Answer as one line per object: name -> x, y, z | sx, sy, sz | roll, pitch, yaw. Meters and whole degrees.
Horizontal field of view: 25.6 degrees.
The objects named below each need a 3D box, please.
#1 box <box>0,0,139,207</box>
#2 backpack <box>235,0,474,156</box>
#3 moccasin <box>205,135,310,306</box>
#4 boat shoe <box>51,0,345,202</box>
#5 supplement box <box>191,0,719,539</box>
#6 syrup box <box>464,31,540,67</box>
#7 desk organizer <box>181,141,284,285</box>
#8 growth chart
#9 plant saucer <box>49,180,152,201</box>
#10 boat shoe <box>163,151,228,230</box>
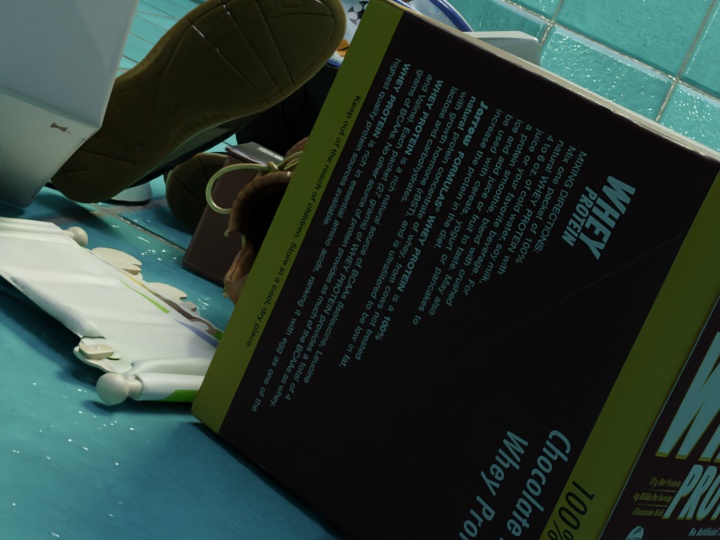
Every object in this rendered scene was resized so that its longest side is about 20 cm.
box -> -0.182, -0.159, 0.850 | 0.106, 0.201, 0.152 | 21, -22, -20
backpack -> 0.003, -0.123, 1.120 | 0.199, 0.155, 0.190 | 3, -26, 34
moccasin -> -0.036, -0.025, 0.824 | 0.078, 0.073, 0.202 | 54, 26, -21
boat shoe -> -0.101, -0.111, 0.957 | 0.073, 0.199, 0.065 | 60, -1, -5
supplement box -> 0.071, 0.025, 0.655 | 0.200, 0.198, 0.133 | 32, 12, 36
syrup box -> 0.055, -0.024, 0.841 | 0.081, 0.201, 0.079 | -2, 11, 0
desk organizer -> 0.000, 0.000, 0.955 | 0.199, 0.077, 0.072 | 26, 9, 5
growth chart -> -0.123, 0.015, 0.757 | 0.200, 0.018, 0.144 | 33, 12, 37
plant saucer -> -0.226, -0.106, 1.064 | 0.200, 0.039, 0.201 | 25, 9, -4
boat shoe -> -0.041, -0.042, 1.082 | 0.199, 0.073, 0.065 | 22, 15, -23
